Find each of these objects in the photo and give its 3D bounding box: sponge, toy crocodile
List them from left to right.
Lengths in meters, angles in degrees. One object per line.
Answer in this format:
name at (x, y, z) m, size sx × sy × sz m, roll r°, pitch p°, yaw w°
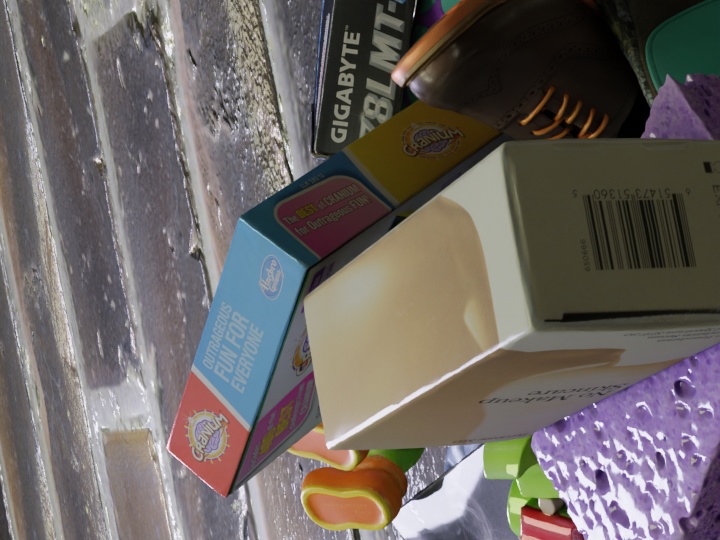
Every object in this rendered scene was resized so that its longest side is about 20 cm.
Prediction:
toy crocodile at (0.103, 0.154, 1.036) m, size 0.067 × 0.062 × 0.201 m, roll 12°, pitch 124°, yaw 39°
sponge at (0.127, 0.035, 0.884) m, size 0.112 × 0.030 × 0.201 m, roll -120°, pitch 35°, yaw -44°

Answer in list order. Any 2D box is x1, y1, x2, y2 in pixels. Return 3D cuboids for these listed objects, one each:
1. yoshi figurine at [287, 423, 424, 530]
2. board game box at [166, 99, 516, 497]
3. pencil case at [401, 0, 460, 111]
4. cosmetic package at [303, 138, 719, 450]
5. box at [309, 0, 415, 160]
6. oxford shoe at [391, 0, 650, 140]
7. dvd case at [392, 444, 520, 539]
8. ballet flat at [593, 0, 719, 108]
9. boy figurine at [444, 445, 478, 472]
yoshi figurine at (0.010, 0.039, 1.203) m, size 0.112 × 0.200 × 0.112 m, roll 39°, pitch 142°, yaw -6°
board game box at (0.000, 0.000, 1.049) m, size 0.040 × 0.200 × 0.154 m, roll 36°, pitch 132°, yaw 17°
pencil case at (0.066, -0.097, 1.140) m, size 0.092 × 0.085 × 0.201 m, roll 39°, pitch 136°, yaw 36°
cosmetic package at (0.062, 0.014, 0.866) m, size 0.200 × 0.104 × 0.072 m, roll 141°, pitch 124°, yaw -63°
box at (0.006, -0.168, 1.177) m, size 0.199 × 0.049 × 0.202 m, roll -93°, pitch 9°, yaw -78°
oxford shoe at (0.086, -0.087, 0.989) m, size 0.071 × 0.200 × 0.073 m, roll -43°, pitch 73°, yaw 29°
dvd case at (0.109, 0.177, 1.112) m, size 0.200 × 0.016 × 0.149 m, roll 51°, pitch 144°, yaw 4°
ballet flat at (0.146, -0.108, 0.979) m, size 0.072 × 0.072 × 0.201 m, roll 109°, pitch 144°, yaw -52°
boy figurine at (0.069, 0.158, 1.284) m, size 0.124 × 0.064 × 0.202 m, roll -167°, pitch 71°, yaw -64°
